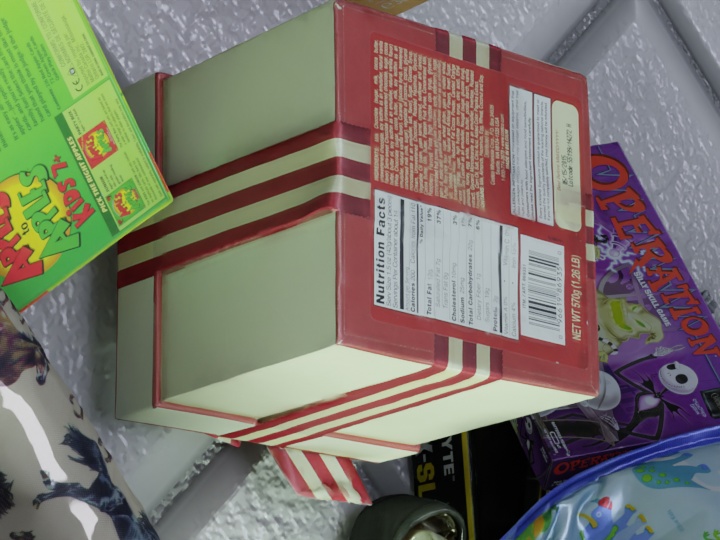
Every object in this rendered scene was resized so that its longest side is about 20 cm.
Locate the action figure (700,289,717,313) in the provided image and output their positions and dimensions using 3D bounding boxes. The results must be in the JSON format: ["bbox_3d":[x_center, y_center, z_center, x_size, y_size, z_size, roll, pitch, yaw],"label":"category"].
[{"bbox_3d":[0.152,0.020,1.423,0.118,0.055,0.200,23,33,-24],"label":"action figure"}]

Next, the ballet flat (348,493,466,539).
[{"bbox_3d":[0.010,0.196,1.262,0.068,0.068,0.201,31,58,-35],"label":"ballet flat"}]

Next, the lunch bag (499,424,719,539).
[{"bbox_3d":[0.138,0.180,1.256,0.199,0.128,0.171,-10,127,-24],"label":"lunch bag"}]

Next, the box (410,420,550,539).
[{"bbox_3d":[0.113,0.133,1.396,0.199,0.049,0.161,8,74,-42],"label":"box"}]

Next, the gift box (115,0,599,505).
[{"bbox_3d":[0.000,0.000,1.227,0.199,0.186,0.185,19,65,-38],"label":"gift box"}]

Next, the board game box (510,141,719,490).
[{"bbox_3d":[0.113,0.019,1.343,0.119,0.032,0.200,-7,48,-21],"label":"board game box"}]

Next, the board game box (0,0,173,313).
[{"bbox_3d":[-0.168,-0.089,1.136,0.101,0.048,0.201,-38,121,-25],"label":"board game box"}]

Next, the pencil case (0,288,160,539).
[{"bbox_3d":[-0.152,0.090,1.130,0.200,0.089,0.078,58,27,-15],"label":"pencil case"}]

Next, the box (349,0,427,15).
[{"bbox_3d":[-0.005,-0.223,1.313,0.199,0.152,0.107,18,66,-38],"label":"box"}]
